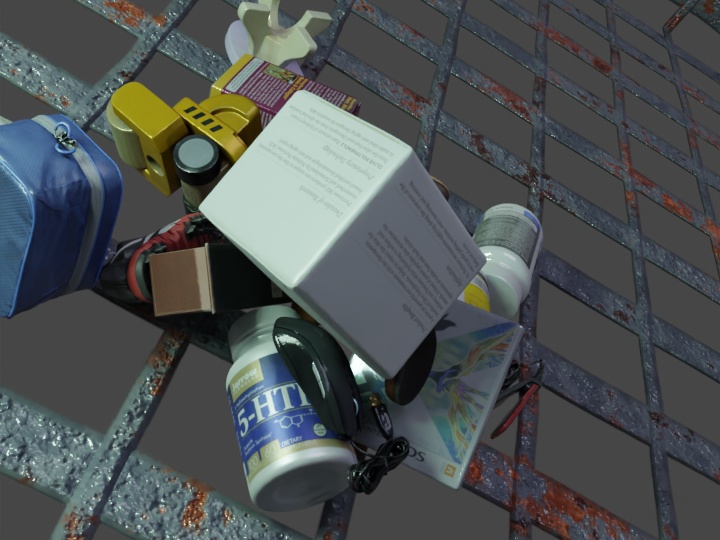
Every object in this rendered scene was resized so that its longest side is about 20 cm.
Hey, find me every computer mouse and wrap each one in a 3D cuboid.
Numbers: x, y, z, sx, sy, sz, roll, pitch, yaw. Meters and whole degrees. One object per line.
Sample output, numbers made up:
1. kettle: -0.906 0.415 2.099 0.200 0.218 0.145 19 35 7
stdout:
1. computer mouse: -0.009 0.126 0.892 0.202 0.046 0.140 60 21 13

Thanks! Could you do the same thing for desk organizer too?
1. desk organizer: -0.152 0.010 0.969 0.199 0.076 0.073 -4 87 -69

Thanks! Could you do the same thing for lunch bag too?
1. lunch bag: -0.335 -0.067 0.888 0.136 0.201 0.132 42 36 16

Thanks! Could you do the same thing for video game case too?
1. video game case: 0.073 0.125 0.996 0.180 0.203 0.022 21 -10 21

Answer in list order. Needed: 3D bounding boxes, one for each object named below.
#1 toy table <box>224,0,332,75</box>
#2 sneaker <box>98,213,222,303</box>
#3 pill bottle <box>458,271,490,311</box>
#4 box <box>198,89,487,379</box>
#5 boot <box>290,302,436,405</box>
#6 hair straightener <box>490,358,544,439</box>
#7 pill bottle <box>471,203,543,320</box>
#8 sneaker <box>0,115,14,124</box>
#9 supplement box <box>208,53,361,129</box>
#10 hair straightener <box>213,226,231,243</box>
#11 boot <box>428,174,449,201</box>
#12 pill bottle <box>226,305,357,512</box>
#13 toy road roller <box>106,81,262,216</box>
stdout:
1. toy table: -0.140 -0.386 1.423 0.182 0.118 0.201 -21 64 -47
2. sneaker: -0.235 -0.016 1.000 0.201 0.096 0.072 -48 126 -62
3. pill bottle: 0.125 0.089 1.155 0.110 0.112 0.202 23 40 -16
4. box: -0.016 -0.037 0.878 0.199 0.172 0.199 35 -8 44
5. boot: -0.010 0.058 0.998 0.068 0.197 0.192 16 75 -56
6. hair straightener: 0.211 0.162 1.204 0.077 0.041 0.199 46 39 11
7. pill bottle: 0.217 -0.009 1.322 0.113 0.114 0.201 34 38 -3
8. sneaker: -0.381 -0.124 1.019 0.199 0.078 0.083 37 33 -16
9. supplement box: -0.116 -0.221 1.257 0.197 0.104 0.132 23 38 4
10. hair straightener: -0.166 -0.040 1.121 0.076 0.041 0.203 -16 65 -16
11. boot: 0.060 -0.072 1.251 0.196 0.073 0.168 2 43 -21
12. pill bottle: -0.084 0.146 0.930 0.118 0.120 0.202 6 47 -33
13. toy road roller: -0.214 -0.172 1.094 0.199 0.124 0.146 36 65 16
